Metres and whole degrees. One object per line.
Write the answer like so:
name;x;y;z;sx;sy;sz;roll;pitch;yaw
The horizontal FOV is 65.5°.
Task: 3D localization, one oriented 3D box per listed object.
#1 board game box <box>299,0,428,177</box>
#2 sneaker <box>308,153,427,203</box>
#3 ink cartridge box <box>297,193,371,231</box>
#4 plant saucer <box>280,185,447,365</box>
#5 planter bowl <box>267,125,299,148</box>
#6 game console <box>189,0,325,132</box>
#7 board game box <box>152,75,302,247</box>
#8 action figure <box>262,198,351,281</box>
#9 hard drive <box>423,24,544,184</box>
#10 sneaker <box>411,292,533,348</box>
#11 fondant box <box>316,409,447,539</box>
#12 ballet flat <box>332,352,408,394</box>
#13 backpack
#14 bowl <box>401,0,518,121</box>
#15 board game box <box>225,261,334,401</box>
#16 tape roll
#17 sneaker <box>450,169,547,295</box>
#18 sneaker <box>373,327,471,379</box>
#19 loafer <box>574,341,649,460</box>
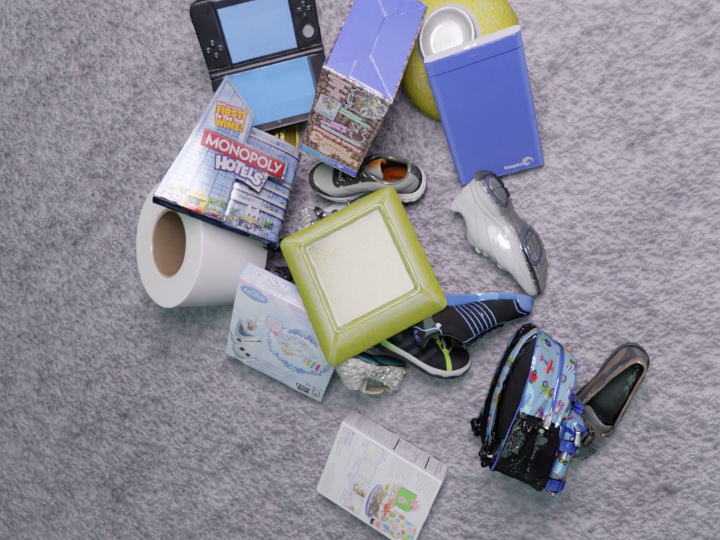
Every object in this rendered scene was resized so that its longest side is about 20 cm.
board game box;-0.001;-0.260;0.777;0.094;0.200;0.164;23;69;-7
sneaker;0.006;-0.155;0.887;0.192;0.079;0.077;2;76;17
ink cartridge box;-0.009;-0.015;0.950;0.157;0.050;0.207;-26;74;22
plant saucer;0.000;0.000;0.802;0.195;0.048;0.205;-26;78;1
planter bowl;-0.208;-0.234;0.959;0.193;0.083;0.209;3;99;20
game console;-0.147;-0.327;0.866;0.192;0.121;0.174;-15;138;-3
board game box;-0.184;-0.167;0.836;0.194;0.061;0.208;18;80;-21
action figure;-0.061;-0.039;0.896;0.194;0.101;0.123;-18;89;25
hard drive;0.178;-0.222;0.788;0.127;0.026;0.203;-11;132;20
sneaker;0.169;0.076;0.844;0.191;0.070;0.081;-1;84;-7
fondant box;0.035;0.363;0.976;0.195;0.058;0.149;27;106;15
ballet flat;0.009;0.161;0.883;0.070;0.197;0.075;-14;65;35
backpack;0.253;0.189;0.814;0.130;0.182;0.207;19;93;7
bowl;0.132;-0.324;0.809;0.192;0.107;0.209;3;99;20
board game box;-0.124;0.109;0.940;0.194;0.044;0.202;26;133;2
tape roll;-0.270;-0.043;0.949;0.197;0.137;0.212;-1;88;39
sneaker;0.213;-0.049;0.851;0.086;0.074;0.204;-33;88;44
sneaker;0.095;0.101;0.877;0.194;0.072;0.085;21;118;-8
loafer;0.358;0.200;0.830;0.070;0.063;0.205;29;107;13
